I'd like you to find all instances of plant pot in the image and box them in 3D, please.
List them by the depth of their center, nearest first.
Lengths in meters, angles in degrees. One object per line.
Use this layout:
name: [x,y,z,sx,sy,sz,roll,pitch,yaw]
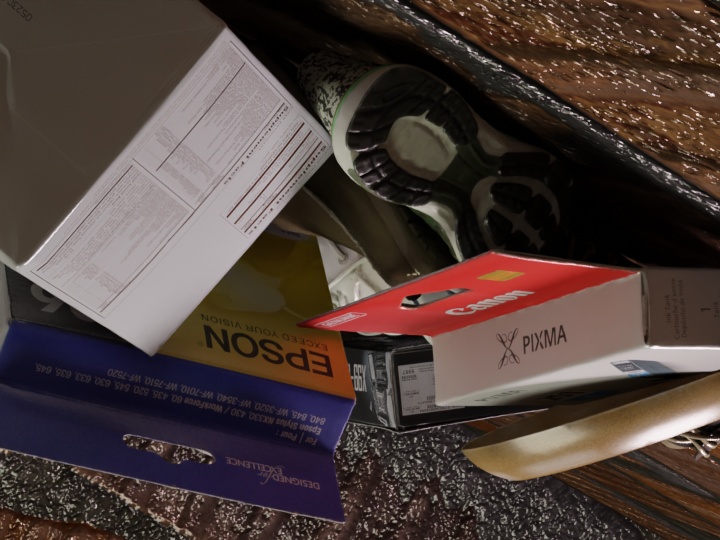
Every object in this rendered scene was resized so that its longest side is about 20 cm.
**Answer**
plant pot: [0.152,0.077,1.532,0.200,0.199,0.028,162,89,-83]

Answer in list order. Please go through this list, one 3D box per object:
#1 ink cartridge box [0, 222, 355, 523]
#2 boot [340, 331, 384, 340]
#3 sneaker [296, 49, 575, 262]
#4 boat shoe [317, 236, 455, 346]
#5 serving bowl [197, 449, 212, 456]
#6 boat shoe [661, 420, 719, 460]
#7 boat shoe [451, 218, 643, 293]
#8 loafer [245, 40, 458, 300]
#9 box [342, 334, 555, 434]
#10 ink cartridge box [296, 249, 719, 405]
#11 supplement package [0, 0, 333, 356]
ink cartridge box: [-0.102,0.029,1.460,0.197,0.047,0.200,14,-146,-25]
boot: [-0.052,-0.020,1.830,0.097,0.075,0.200,30,-159,-40]
sneaker: [0.037,-0.059,1.405,0.089,0.077,0.200,42,-179,42]
boat shoe: [-0.003,-0.002,1.615,0.075,0.086,0.202,35,-166,-52]
serving bowl: [-0.103,0.032,1.763,0.200,0.066,0.200,33,-161,-13]
boat shoe: [0.217,0.083,1.760,0.074,0.074,0.200,28,175,-11]
boat shoe: [0.112,0.000,1.557,0.091,0.071,0.200,23,180,22]
loafer: [-0.017,-0.042,1.485,0.076,0.067,0.200,30,-165,-46]
box: [0.087,0.058,1.720,0.199,0.050,0.158,-7,-178,-18]
ink cartridge box: [0.090,0.033,1.425,0.176,0.045,0.200,3,168,-29]
supplement package: [-0.146,-0.088,1.338,0.191,0.147,0.200,41,179,19]
